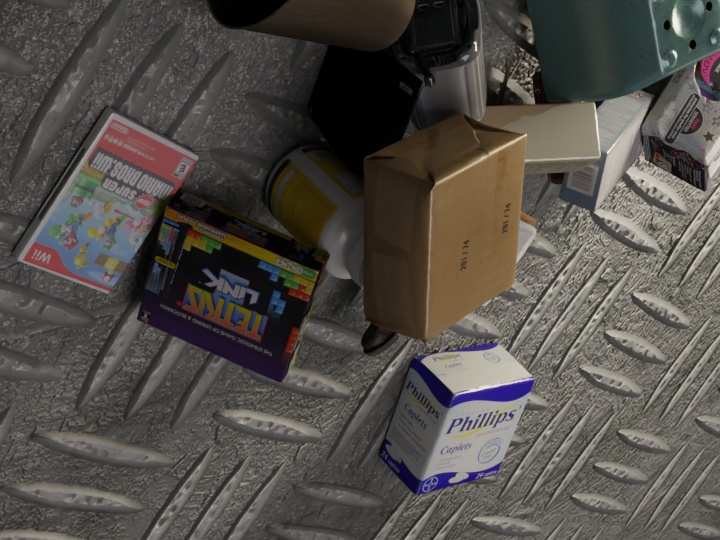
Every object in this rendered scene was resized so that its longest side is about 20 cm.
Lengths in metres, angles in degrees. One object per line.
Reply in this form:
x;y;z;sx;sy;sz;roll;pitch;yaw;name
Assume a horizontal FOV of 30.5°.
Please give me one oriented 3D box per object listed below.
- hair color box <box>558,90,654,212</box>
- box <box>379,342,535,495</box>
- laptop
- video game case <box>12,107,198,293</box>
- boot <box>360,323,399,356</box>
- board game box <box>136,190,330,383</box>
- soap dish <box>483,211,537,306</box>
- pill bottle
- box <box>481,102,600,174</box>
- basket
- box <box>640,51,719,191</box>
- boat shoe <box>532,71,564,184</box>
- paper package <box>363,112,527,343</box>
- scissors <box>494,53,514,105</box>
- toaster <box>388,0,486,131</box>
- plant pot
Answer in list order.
0.356;-0.179;1.906;0.200;0.060;0.100;-45;149;-46;hair color box
0.153;0.233;2.093;0.182;0.105;0.202;-7;126;-38;box
0.026;-0.169;1.592;0.103;0.177;0.200;-42;139;-4;laptop
-0.289;-0.076;1.514;0.142;0.017;0.201;24;104;-49;video game case
0.000;0.000;1.763;0.172;0.069;0.202;27;109;-14;boot
-0.154;0.020;1.578;0.057;0.197;0.167;-58;169;-62;board game box
0.145;-0.044;1.876;0.199;0.081;0.158;22;106;-49;soap dish
-0.024;-0.061;1.618;0.111;0.200;0.113;-23;135;-25;pill bottle
0.208;-0.172;1.749;0.197;0.095;0.079;-3;84;-14;box
-0.039;-0.319;1.448;0.180;0.137;0.199;-39;152;30;basket
0.517;-0.245;1.961;0.201;0.114;0.132;-57;158;-7;box
0.272;-0.204;1.874;0.069;0.071;0.202;1;135;7;boat shoe
0.095;-0.052;1.507;0.190;0.103;0.203;-29;130;-41;paper package
0.187;-0.205;1.837;0.072;0.014;0.202;7;116;-41;scissors
0.095;-0.257;1.579;0.112;0.202;0.130;-10;142;7;toaster
0.353;-0.331;1.687;0.194;0.199;0.199;-25;113;-23;plant pot
